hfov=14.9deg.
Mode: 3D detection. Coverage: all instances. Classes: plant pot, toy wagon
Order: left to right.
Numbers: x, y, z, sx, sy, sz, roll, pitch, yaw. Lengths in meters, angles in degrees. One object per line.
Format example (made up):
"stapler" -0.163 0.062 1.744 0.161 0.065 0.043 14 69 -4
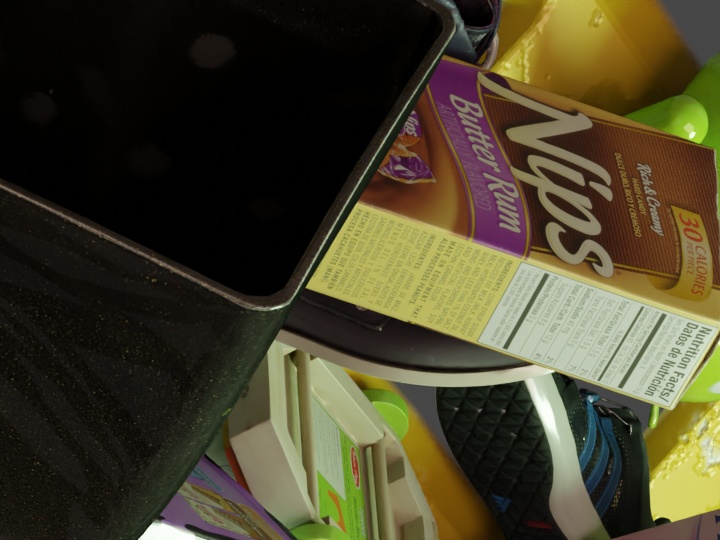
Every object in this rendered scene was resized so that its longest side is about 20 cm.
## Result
"plant pot" -0.106 -0.015 0.949 0.200 0.199 0.178 -60 172 -52
"toy wagon" 0.002 0.111 1.244 0.039 0.156 0.200 -25 128 17

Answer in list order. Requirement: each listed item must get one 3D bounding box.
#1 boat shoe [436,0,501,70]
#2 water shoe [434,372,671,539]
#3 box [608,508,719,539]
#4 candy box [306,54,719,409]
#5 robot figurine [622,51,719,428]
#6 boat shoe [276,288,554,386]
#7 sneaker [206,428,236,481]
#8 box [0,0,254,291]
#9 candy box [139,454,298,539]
"boat shoe" 0.021 -0.080 1.199 0.075 0.092 0.201 -52 134 -43
"water shoe" 0.095 0.084 1.353 0.079 0.071 0.201 -51 134 -34
"box" 0.111 0.224 1.286 0.199 0.176 0.097 -16 125 14
"candy box" 0.049 -0.028 1.131 0.199 0.117 0.057 19 129 -12
"robot figurine" 0.178 -0.024 1.321 0.175 0.116 0.200 41 85 -28
"boat shoe" 0.000 0.000 1.174 0.073 0.199 0.063 -41 138 -58
"sneaker" -0.042 0.166 1.251 0.075 0.115 0.201 -21 118 -25
"box" -0.133 -0.061 1.058 0.036 0.199 0.145 -51 149 -60
"candy box" -0.135 0.093 1.105 0.199 0.168 0.072 22 98 -36
